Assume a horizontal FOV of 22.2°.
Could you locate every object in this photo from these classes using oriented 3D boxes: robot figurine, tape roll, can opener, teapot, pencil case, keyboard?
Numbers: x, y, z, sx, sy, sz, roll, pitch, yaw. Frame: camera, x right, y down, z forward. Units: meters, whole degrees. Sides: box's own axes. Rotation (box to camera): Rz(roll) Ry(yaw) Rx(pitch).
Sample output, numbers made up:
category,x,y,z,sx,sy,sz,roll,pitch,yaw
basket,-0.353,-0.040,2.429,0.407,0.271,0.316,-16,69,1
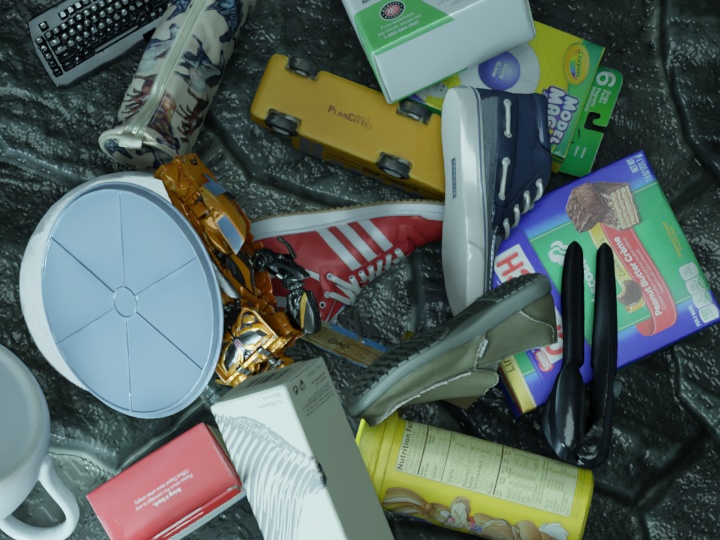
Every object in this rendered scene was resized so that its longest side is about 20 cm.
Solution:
category,x,y,z,sx,sy,sz,roll,pitch,yaw
robot figurine,-0.122,0.011,1.543,0.145,0.058,0.201,-43,76,30
tape roll,-0.200,0.016,1.627,0.198,0.066,0.203,0,83,1
can opener,0.192,0.069,1.542,0.063,0.079,0.202,12,67,-4
teapot,-0.363,0.157,1.575,0.196,0.146,0.201,-14,61,-34
pencil case,-0.160,-0.177,1.613,0.077,0.090,0.202,16,69,17
keyboard,-0.216,-0.258,1.673,0.199,0.040,0.105,-31,85,-5

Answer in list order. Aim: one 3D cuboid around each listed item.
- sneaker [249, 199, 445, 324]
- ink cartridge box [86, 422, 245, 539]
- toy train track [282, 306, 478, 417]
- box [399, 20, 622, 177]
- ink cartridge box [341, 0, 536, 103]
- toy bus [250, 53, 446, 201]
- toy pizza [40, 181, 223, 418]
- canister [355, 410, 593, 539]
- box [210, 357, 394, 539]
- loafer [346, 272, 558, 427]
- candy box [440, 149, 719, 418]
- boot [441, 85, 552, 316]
category,x,y,z,sx,sy,sz,roll,pitch,yaw
sneaker,0.000,0.000,1.626,0.198,0.071,0.114,-7,80,6
ink cartridge box,-0.158,0.186,1.538,0.116,0.200,0.068,-32,83,-4
toy train track,0.017,0.069,1.601,0.199,0.115,0.033,24,38,-23
box,0.132,-0.170,1.653,0.198,0.048,0.118,21,75,1
ink cartridge box,0.047,-0.269,1.610,0.145,0.084,0.201,-25,59,2
toy bus,0.003,-0.125,1.636,0.198,0.078,0.066,21,81,3
toy pizza,-0.188,0.024,1.534,0.199,0.032,0.202,10,108,33
canister,0.089,0.183,1.567,0.198,0.149,0.087,15,83,0
box,-0.040,0.179,1.473,0.082,0.068,0.202,-18,98,30
loafer,0.081,0.077,1.495,0.199,0.075,0.070,-30,99,-7
candy box,0.193,0.013,1.621,0.198,0.077,0.170,-25,81,-2
boot,0.121,-0.057,1.567,0.089,0.073,0.202,1,87,-16
